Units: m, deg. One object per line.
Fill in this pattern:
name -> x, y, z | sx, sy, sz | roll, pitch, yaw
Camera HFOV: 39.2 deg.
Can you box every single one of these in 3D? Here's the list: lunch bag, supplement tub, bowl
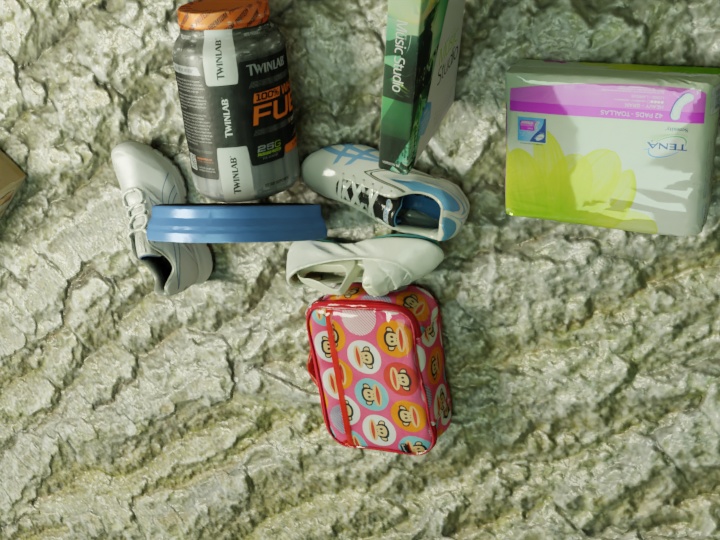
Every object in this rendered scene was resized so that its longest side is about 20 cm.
lunch bag -> 0.012, 0.114, 1.200 | 0.174, 0.082, 0.202 | 2, 114, 29
supplement tub -> -0.134, -0.186, 1.089 | 0.121, 0.123, 0.202 | 6, 118, 23
bowl -> -0.136, -0.055, 1.115 | 0.198, 0.200, 0.040 | 2, 95, 25

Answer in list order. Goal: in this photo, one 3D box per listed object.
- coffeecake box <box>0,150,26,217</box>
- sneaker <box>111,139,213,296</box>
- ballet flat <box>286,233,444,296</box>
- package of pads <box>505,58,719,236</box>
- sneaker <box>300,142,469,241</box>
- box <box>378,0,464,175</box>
coffeecake box -> -0.564, -0.106, 1.366 | 0.153, 0.073, 0.200 | 44, 125, -2
sneaker -> -0.249, -0.062, 1.229 | 0.074, 0.087, 0.202 | -17, 105, 33
ballet flat -> 0.000, 0.000, 1.143 | 0.198, 0.069, 0.070 | 1, 115, 30
package of pads -> 0.239, -0.117, 0.976 | 0.198, 0.068, 0.156 | 8, 117, 23
sneaker -> 0.020, -0.085, 1.097 | 0.198, 0.073, 0.073 | 19, 123, 18
box -> 0.061, -0.211, 0.945 | 0.036, 0.145, 0.202 | 15, 134, 16
